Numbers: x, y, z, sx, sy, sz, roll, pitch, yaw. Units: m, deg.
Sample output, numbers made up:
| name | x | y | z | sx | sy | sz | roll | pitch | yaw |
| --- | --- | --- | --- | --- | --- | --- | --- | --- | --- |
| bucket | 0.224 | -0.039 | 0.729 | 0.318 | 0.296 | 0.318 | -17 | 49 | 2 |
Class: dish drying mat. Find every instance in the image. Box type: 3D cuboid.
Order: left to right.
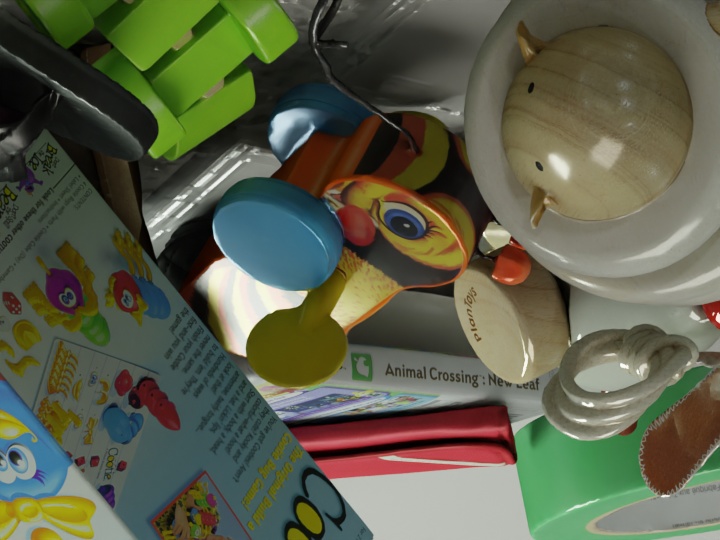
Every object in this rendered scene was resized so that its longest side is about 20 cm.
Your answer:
| name | x | y | z | sx | sy | sz | roll | pitch | yaw |
| --- | --- | --- | --- | --- | --- | --- | --- | --- | --- |
| dish drying mat | -0.032 | 0.083 | 1.200 | 0.199 | 0.018 | 0.077 | -6 | 167 | 5 |

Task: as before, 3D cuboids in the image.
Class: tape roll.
| name | x | y | z | sx | sy | sz | roll | pitch | yaw |
| --- | --- | --- | --- | --- | --- | --- | --- | --- | --- |
| tape roll | 0.171 | 0.082 | 1.256 | 0.200 | 0.048 | 0.200 | -10 | 166 | -3 |

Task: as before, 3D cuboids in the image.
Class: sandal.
| name | x | y | z | sx | sy | sz | roll | pitch | yaw |
| --- | --- | --- | --- | --- | --- | --- | --- | --- | --- |
| sandal | -0.134 | -0.056 | 0.881 | 0.200 | 0.048 | 0.075 | 17 | 163 | 49 |

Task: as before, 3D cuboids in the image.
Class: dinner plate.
| name | x | y | z | sx | sy | sz | roll | pitch | yaw |
| --- | --- | --- | --- | --- | --- | --- | --- | --- | --- |
| dinner plate | -0.018 | 0.047 | 1.252 | 0.199 | 0.024 | 0.200 | -2 | 163 | 0 |

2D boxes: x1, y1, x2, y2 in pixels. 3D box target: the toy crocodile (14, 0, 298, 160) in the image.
| name | x | y | z | sx | sy | sz | roll | pitch | yaw |
| --- | --- | --- | --- | --- | --- | --- | --- | --- | --- |
| toy crocodile | -0.075 | -0.095 | 0.888 | 0.067 | 0.062 | 0.200 | -41 | 151 | -3 |

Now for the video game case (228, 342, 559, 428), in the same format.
| name | x | y | z | sx | sy | sz | roll | pitch | yaw |
| --- | --- | --- | --- | --- | --- | --- | --- | --- | --- |
| video game case | -0.042 | 0.065 | 1.207 | 0.182 | 0.022 | 0.200 | 8 | 161 | -42 |

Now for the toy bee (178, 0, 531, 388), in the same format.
| name | x | y | z | sx | sy | sz | roll | pitch | yaw |
| --- | --- | --- | --- | --- | --- | --- | --- | --- | --- |
| toy bee | 0.004 | -0.013 | 0.973 | 0.109 | 0.131 | 0.200 | 30 | 164 | -1 |

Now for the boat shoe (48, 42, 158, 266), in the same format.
| name | x | y | z | sx | sy | sz | roll | pitch | yaw |
| --- | --- | --- | --- | --- | --- | --- | --- | --- | --- |
| boat shoe | -0.109 | 0.001 | 1.037 | 0.070 | 0.070 | 0.200 | -11 | 127 | -1 |

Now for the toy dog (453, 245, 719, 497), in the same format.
| name | x | y | z | sx | sy | sz | roll | pitch | yaw |
| --- | --- | --- | --- | --- | --- | --- | --- | --- | --- |
| toy dog | 0.118 | 0.033 | 0.975 | 0.132 | 0.200 | 0.097 | -23 | 113 | -5 |

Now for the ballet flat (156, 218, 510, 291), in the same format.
| name | x | y | z | sx | sy | sz | roll | pitch | yaw |
| --- | --- | --- | --- | --- | --- | --- | --- | --- | --- |
| ballet flat | 0.000 | 0.000 | 1.104 | 0.200 | 0.057 | 0.066 | -12 | 156 | 34 |

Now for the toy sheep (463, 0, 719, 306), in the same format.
| name | x | y | z | sx | sy | sz | roll | pitch | yaw |
| --- | --- | --- | --- | --- | --- | --- | --- | --- | --- |
| toy sheep | 0.105 | -0.052 | 0.892 | 0.138 | 0.138 | 0.200 | -10 | 177 | 26 |

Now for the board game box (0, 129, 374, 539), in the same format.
| name | x | y | z | sx | sy | sz | roll | pitch | yaw |
| --- | --- | --- | --- | --- | --- | --- | --- | --- | --- |
| board game box | -0.107 | 0.064 | 0.955 | 0.103 | 0.105 | 0.200 | -29 | 105 | 34 |
